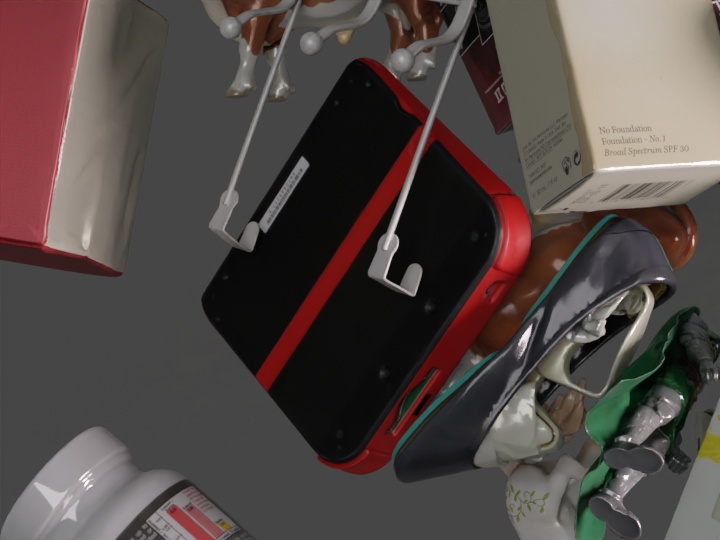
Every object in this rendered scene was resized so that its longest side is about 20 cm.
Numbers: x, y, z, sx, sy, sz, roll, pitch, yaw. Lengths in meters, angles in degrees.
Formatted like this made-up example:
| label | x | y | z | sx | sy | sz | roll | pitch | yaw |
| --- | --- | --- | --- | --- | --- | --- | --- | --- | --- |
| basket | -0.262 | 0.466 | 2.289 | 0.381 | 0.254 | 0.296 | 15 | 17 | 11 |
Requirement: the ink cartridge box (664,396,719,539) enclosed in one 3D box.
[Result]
| label | x | y | z | sx | sy | sz | roll | pitch | yaw |
| --- | --- | --- | --- | --- | --- | --- | --- | --- | --- |
| ink cartridge box | 0.263 | 0.113 | 1.018 | 0.083 | 0.144 | 0.202 | 21 | 88 | 50 |

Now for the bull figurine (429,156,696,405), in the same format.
| label | x | y | z | sx | sy | sz | roll | pitch | yaw |
| --- | --- | --- | --- | --- | --- | --- | --- | --- | --- |
| bull figurine | 0.100 | 0.003 | 1.096 | 0.199 | 0.065 | 0.122 | -34 | 88 | 6 |

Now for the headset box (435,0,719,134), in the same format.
| label | x | y | z | sx | sy | sz | roll | pitch | yaw |
| --- | --- | --- | --- | --- | --- | --- | --- | --- | --- |
| headset box | 0.121 | -0.183 | 1.084 | 0.148 | 0.077 | 0.202 | -20 | 80 | -26 |

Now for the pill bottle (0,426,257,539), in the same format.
| label | x | y | z | sx | sy | sz | roll | pitch | yaw |
| --- | --- | --- | --- | --- | --- | --- | --- | --- | --- |
| pill bottle | -0.113 | 0.193 | 1.100 | 0.200 | 0.116 | 0.116 | 40 | 92 | 11 |

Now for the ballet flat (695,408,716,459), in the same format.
| label | x | y | z | sx | sy | sz | roll | pitch | yaw |
| --- | --- | --- | --- | --- | --- | --- | --- | --- | --- |
| ballet flat | 0.235 | 0.080 | 1.085 | 0.062 | 0.067 | 0.202 | 23 | 85 | 41 |

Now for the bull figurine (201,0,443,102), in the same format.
| label | x | y | z | sx | sy | sz | roll | pitch | yaw |
| --- | --- | --- | --- | --- | --- | --- | --- | --- | --- |
| bull figurine | -0.037 | -0.171 | 1.150 | 0.198 | 0.065 | 0.123 | -5 | 87 | 12 |

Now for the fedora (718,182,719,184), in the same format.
| label | x | y | z | sx | sy | sz | roll | pitch | yaw |
| --- | --- | --- | --- | --- | --- | --- | --- | --- | --- |
| fedora | 0.249 | -0.065 | 1.018 | 0.092 | 0.201 | 0.201 | -45 | 79 | 4 |

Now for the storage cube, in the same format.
| label | x | y | z | sx | sy | sz | roll | pitch | yaw |
| --- | --- | --- | --- | --- | --- | --- | --- | --- | --- |
| storage cube | -0.235 | -0.099 | 1.125 | 0.178 | 0.171 | 0.203 | 8 | 85 | 9 |

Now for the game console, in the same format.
| label | x | y | z | sx | sy | sz | roll | pitch | yaw |
| --- | --- | --- | --- | --- | --- | --- | --- | --- | --- |
| game console | 0.000 | 0.000 | 1.093 | 0.177 | 0.031 | 0.201 | 48 | 113 | 35 |

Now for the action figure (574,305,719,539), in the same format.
| label | x | y | z | sx | sy | sz | roll | pitch | yaw |
| --- | --- | --- | --- | --- | --- | --- | --- | --- | --- |
| action figure | 0.168 | 0.074 | 1.017 | 0.054 | 0.200 | 0.119 | 22 | 119 | 14 |

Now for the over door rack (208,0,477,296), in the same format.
| label | x | y | z | sx | sy | sz | roll | pitch | yaw |
| --- | --- | --- | --- | --- | --- | --- | --- | --- | --- |
| over door rack | -0.017 | -0.098 | 1.053 | 0.147 | 0.066 | 0.202 | 16 | 96 | 40 |

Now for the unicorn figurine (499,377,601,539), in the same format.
| label | x | y | z | sx | sy | sz | roll | pitch | yaw |
| --- | --- | --- | --- | --- | --- | --- | --- | --- | --- |
| unicorn figurine | 0.126 | 0.178 | 1.079 | 0.137 | 0.073 | 0.202 | -27 | 59 | 35 |

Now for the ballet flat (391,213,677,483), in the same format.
| label | x | y | z | sx | sy | sz | roll | pitch | yaw |
| --- | --- | --- | --- | --- | --- | --- | --- | --- | --- |
| ballet flat | 0.102 | 0.059 | 1.021 | 0.073 | 0.073 | 0.200 | 43 | 95 | 11 |

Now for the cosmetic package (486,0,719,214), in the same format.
| label | x | y | z | sx | sy | sz | roll | pitch | yaw |
| --- | --- | --- | --- | --- | --- | --- | --- | --- | --- |
| cosmetic package | 0.129 | -0.138 | 0.987 | 0.102 | 0.073 | 0.202 | -5 | 76 | -25 |
